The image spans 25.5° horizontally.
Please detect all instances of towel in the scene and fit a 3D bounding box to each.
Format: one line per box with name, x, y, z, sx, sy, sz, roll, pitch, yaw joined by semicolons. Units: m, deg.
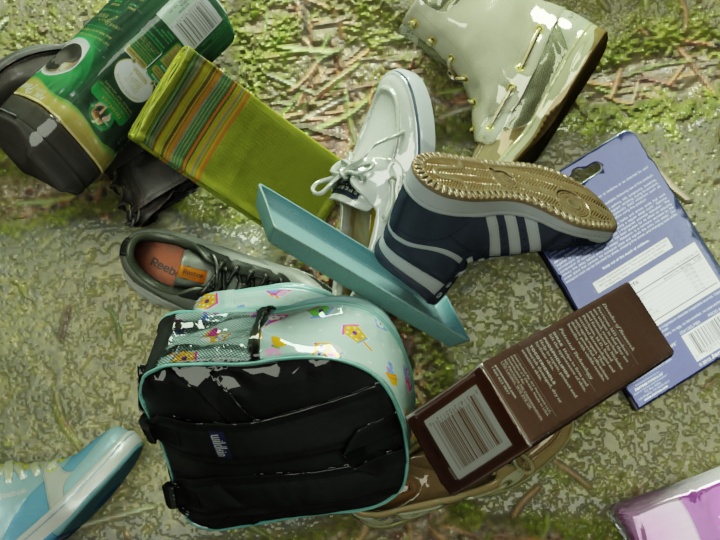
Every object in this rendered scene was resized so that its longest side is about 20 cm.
towel;-0.092;-0.094;1.289;0.018;0.199;0.087;28;86;53

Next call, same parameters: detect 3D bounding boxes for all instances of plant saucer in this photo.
plant saucer;0.000;0.000;1.236;0.199;0.070;0.019;32;108;-29

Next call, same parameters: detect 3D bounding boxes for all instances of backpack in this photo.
backpack;-0.053;0.102;1.238;0.198;0.154;0.177;-3;122;17

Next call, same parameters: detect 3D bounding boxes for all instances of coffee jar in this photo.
coffee jar;-0.200;-0.151;1.272;0.200;0.104;0.085;-47;122;-13

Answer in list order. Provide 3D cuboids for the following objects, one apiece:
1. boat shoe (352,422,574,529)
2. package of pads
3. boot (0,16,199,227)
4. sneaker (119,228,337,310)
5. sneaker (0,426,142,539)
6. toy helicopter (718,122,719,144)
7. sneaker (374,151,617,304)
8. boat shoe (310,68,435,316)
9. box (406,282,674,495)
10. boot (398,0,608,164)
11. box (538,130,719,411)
boat shoe;0.083;0.156;1.287;0.199;0.063;0.074;-29;81;1
package of pads;0.307;0.211;1.253;0.198;0.076;0.122;-20;83;3
boot;-0.223;-0.114;1.346;0.199;0.069;0.175;-27;81;-1
sneaker;-0.110;0.017;1.315;0.198;0.079;0.075;17;83;6
sneaker;-0.285;0.171;1.313;0.200;0.080;0.131;-43;83;-2
toy helicopter;0.376;-0.160;1.293;0.199;0.079;0.133;-30;81;5
sneaker;0.103;-0.027;1.261;0.109;0.198;0.070;-61;36;31
boat shoe;0.003;-0.066;1.298;0.085;0.074;0.204;5;95;-34
box;0.139;0.087;1.208;0.100;0.199;0.075;-40;77;44
boot;0.091;-0.152;1.321;0.154;0.072;0.201;35;93;12
box;0.224;-0.002;1.308;0.120;0.032;0.201;-31;83;1
